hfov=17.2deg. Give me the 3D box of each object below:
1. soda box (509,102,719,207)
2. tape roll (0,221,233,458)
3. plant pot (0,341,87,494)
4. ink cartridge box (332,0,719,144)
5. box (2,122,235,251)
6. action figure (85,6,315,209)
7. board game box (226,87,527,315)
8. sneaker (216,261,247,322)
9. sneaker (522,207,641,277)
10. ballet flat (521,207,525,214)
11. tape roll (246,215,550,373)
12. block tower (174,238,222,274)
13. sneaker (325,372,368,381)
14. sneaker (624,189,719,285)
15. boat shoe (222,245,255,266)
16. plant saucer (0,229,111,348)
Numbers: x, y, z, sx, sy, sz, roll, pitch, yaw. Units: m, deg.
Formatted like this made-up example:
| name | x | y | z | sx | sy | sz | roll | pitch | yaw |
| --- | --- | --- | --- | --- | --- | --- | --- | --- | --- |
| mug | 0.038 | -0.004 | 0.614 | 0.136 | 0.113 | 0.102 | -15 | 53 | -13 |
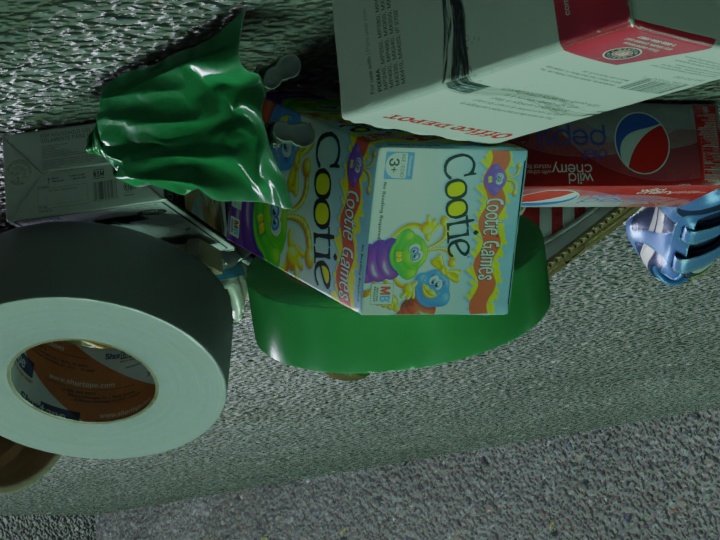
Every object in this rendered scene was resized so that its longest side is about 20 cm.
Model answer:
| name | x | y | z | sx | sy | sz | roll | pitch | yaw |
| --- | --- | --- | --- | --- | --- | --- | --- | --- | --- |
| soda box | 0.157 | -0.081 | 1.685 | 0.199 | 0.064 | 0.070 | 0 | 168 | -24 |
| tape roll | -0.188 | 0.051 | 1.645 | 0.199 | 0.066 | 0.201 | 3 | 144 | 2 |
| plant pot | -0.364 | 0.082 | 2.009 | 0.183 | 0.202 | 0.200 | 1 | 176 | 36 |
| ink cartridge box | 0.103 | -0.136 | 1.295 | 0.199 | 0.085 | 0.144 | -15 | 167 | 40 |
| box | -0.167 | -0.052 | 1.671 | 0.116 | 0.060 | 0.200 | -7 | 169 | 10 |
| action figure | -0.107 | -0.090 | 1.444 | 0.055 | 0.119 | 0.199 | -13 | -175 | -40 |
| board game box | 0.005 | -0.046 | 1.476 | 0.103 | 0.105 | 0.200 | 0 | -167 | -27 |
| sneaker | -0.124 | 0.008 | 1.970 | 0.076 | 0.081 | 0.200 | -9 | 170 | 11 |
| sneaker | 0.142 | -0.065 | 1.801 | 0.200 | 0.113 | 0.071 | -36 | 167 | -3 |
| ballet flat | 0.033 | -0.058 | 1.764 | 0.199 | 0.068 | 0.062 | 1 | 179 | 19 |
| tape roll | 0.025 | 0.009 | 1.578 | 0.199 | 0.048 | 0.201 | -8 | -161 | 3 |
| block tower | -0.201 | 0.018 | 1.716 | 0.199 | 0.058 | 0.054 | -7 | 170 | 13 |
| sneaker | 0.000 | 0.000 | 1.724 | 0.089 | 0.201 | 0.067 | 1 | -143 | 26 |
| sneaker | 0.267 | -0.041 | 1.884 | 0.074 | 0.083 | 0.200 | -19 | 174 | -12 |
| boat shoe | -0.069 | -0.016 | 1.861 | 0.073 | 0.063 | 0.200 | -37 | 159 | 13 |
| plant saucer | -0.220 | 0.016 | 1.851 | 0.200 | 0.032 | 0.200 | 26 | -173 | -3 |
